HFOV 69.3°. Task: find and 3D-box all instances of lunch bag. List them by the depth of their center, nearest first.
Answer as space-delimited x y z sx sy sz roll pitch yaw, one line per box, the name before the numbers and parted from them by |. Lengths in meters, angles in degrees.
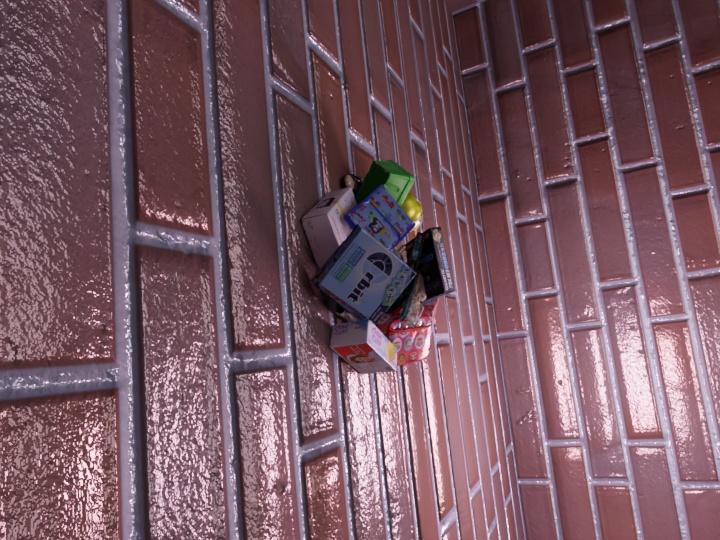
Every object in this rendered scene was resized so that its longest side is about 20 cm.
lunch bag | 0.040 -0.118 1.411 0.151 0.094 0.200 48 39 -3
lunch bag | 0.137 0.200 1.638 0.196 0.081 0.181 -3 101 -39

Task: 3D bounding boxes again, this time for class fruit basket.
fruit basket | 0.098 -0.224 1.632 0.155 0.216 0.215 44 1 38

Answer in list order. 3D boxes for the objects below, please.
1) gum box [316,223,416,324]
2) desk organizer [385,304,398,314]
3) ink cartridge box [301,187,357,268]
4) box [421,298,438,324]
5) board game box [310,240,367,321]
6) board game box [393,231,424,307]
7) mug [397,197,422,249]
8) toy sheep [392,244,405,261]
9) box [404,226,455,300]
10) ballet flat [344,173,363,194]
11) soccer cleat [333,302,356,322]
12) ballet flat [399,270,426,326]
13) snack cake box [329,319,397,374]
gum box | 0.016 0.013 1.307 0.199 0.171 0.045 36 8 -27
desk organizer | 0.089 0.034 1.712 0.077 0.070 0.205 -39 116 -59
ink cartridge box | -0.066 -0.118 1.414 0.201 0.084 0.151 -59 134 -57
box | 0.200 0.188 1.783 0.100 0.093 0.205 -50 151 -58
board game box | -0.013 0.037 1.354 0.199 0.136 0.035 39 5 -27
board game box | 0.150 -0.002 1.613 0.203 0.027 0.137 106 2 -45
mug | 0.140 -0.178 1.803 0.187 0.150 0.152 51 37 -46
toy sheep | 0.074 -0.007 1.561 0.140 0.134 0.203 -73 165 -44
box | 0.213 -0.013 1.646 0.049 0.200 0.204 -8 81 -22
ballet flat | 0.002 -0.273 1.650 0.199 0.056 0.068 -5 84 -65
soccer cleat | -0.031 0.111 1.436 0.086 0.067 0.203 -54 127 -46
ballet flat | 0.168 0.092 1.600 0.063 0.076 0.203 28 53 -10
snack cake box | 0.012 0.213 1.424 0.200 0.112 0.069 50 39 -48
